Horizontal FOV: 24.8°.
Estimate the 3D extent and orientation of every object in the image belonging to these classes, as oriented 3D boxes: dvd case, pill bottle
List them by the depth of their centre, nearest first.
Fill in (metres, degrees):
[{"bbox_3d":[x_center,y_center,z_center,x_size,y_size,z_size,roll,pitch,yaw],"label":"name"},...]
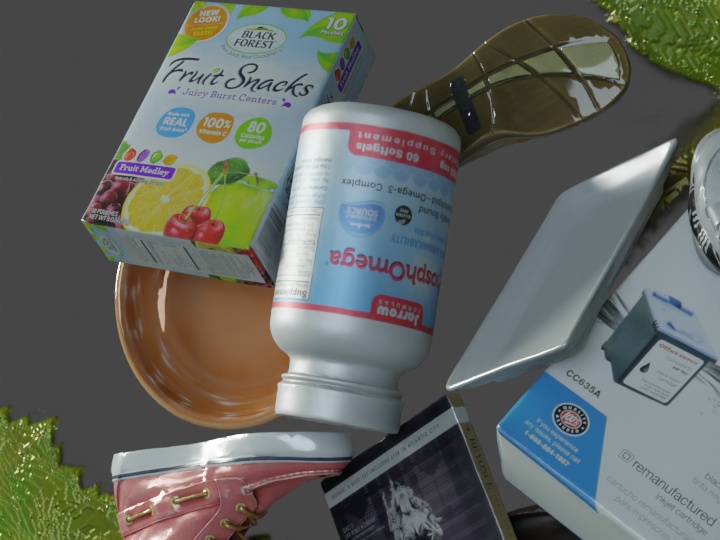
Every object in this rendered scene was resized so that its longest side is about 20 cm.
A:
[{"bbox_3d":[0.052,0.201,1.060,0.148,0.016,0.202,-39,65,43],"label":"dvd case"},{"bbox_3d":[0.000,0.000,1.068,0.108,0.109,0.203,6,83,24],"label":"pill bottle"}]

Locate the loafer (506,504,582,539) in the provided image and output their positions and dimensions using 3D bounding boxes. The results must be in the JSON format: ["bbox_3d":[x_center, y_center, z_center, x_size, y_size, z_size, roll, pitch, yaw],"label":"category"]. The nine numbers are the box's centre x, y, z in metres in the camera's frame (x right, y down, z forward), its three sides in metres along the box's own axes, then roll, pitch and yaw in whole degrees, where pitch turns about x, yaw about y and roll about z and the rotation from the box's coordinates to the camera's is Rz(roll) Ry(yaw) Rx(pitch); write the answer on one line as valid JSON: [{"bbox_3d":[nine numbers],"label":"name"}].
[{"bbox_3d":[0.155,0.178,1.022,0.198,0.071,0.074,-6,78,23],"label":"loafer"}]

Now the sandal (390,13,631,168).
[{"bbox_3d":[0.097,-0.113,1.115,0.199,0.054,0.081,-25,75,34],"label":"sandal"}]

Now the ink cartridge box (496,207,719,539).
[{"bbox_3d":[0.198,0.078,0.975,0.146,0.086,0.200,36,73,25],"label":"ink cartridge box"}]

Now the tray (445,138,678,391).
[{"bbox_3d":[0.131,0.001,1.013,0.022,0.201,0.107,48,138,-16],"label":"tray"}]

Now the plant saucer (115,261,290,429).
[{"bbox_3d":[-0.084,0.014,1.177,0.198,0.037,0.203,-5,78,24],"label":"plant saucer"}]

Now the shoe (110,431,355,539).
[{"bbox_3d":[-0.088,0.164,1.134,0.198,0.071,0.092,-11,78,29],"label":"shoe"}]

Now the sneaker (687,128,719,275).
[{"bbox_3d":[0.234,-0.017,0.906,0.074,0.115,0.202,-11,59,1],"label":"sneaker"}]

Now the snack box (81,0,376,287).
[{"bbox_3d":[-0.090,-0.093,1.149,0.141,0.053,0.202,10,61,27],"label":"snack box"}]
